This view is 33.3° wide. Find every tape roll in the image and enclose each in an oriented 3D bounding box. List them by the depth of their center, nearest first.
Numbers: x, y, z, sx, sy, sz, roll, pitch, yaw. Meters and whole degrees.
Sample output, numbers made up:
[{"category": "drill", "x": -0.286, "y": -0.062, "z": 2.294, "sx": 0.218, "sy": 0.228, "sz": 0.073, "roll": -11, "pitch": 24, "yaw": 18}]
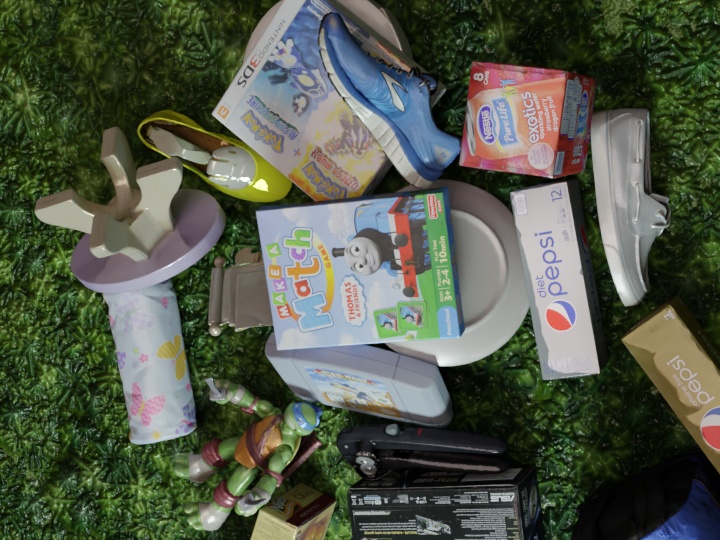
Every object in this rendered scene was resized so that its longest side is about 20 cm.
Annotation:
[{"category": "tape roll", "x": -0.037, "y": -0.215, "z": 1.346, "sx": 0.201, "sy": 0.037, "sz": 0.205, "roll": 2, "pitch": 97, "yaw": 20}]

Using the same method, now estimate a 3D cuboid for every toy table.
[{"category": "toy table", "x": -0.269, "y": -0.061, "z": 1.383, "sx": 0.199, "sy": 0.117, "sz": 0.185, "roll": -25, "pitch": 48, "yaw": 8}]

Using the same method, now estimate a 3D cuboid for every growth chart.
[{"category": "growth chart", "x": -0.079, "y": 0.020, "z": 1.346, "sx": 0.198, "sy": 0.145, "sz": 0.018, "roll": -3, "pitch": 131, "yaw": 11}]

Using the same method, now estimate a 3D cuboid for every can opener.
[{"category": "can opener", "x": 0.067, "y": 0.193, "z": 1.320, "sx": 0.198, "sy": 0.079, "sz": 0.064, "roll": -1, "pitch": 132, "yaw": 26}]

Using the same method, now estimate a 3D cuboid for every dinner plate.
[{"category": "dinner plate", "x": 0.090, "y": 0.000, "z": 1.279, "sx": 0.198, "sy": 0.024, "sz": 0.202, "roll": 0, "pitch": 82, "yaw": -3}]

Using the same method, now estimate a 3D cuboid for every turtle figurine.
[{"category": "turtle figurine", "x": -0.153, "y": 0.207, "z": 1.361, "sx": 0.144, "sy": 0.200, "sz": 0.194, "roll": 50, "pitch": 121, "yaw": 4}]

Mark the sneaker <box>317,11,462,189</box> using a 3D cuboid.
[{"category": "sneaker", "x": 0.032, "y": -0.185, "z": 1.223, "sx": 0.089, "sy": 0.079, "sz": 0.200, "roll": -38, "pitch": 98, "yaw": 11}]

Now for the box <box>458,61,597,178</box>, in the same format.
[{"category": "box", "x": 0.169, "y": -0.149, "z": 1.185, "sx": 0.095, "sy": 0.200, "sz": 0.101, "roll": 10, "pitch": 100, "yaw": 18}]

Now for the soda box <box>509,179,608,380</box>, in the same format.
[{"category": "soda box", "x": 0.209, "y": 0.009, "z": 1.259, "sx": 0.063, "sy": 0.068, "sz": 0.202, "roll": -10, "pitch": 93, "yaw": 21}]

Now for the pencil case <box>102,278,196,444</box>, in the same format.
[{"category": "pencil case", "x": -0.255, "y": 0.107, "z": 1.446, "sx": 0.090, "sy": 0.083, "sz": 0.202, "roll": -10, "pitch": 93, "yaw": 29}]

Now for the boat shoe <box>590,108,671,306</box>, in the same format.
[{"category": "boat shoe", "x": 0.281, "y": -0.066, "z": 1.227, "sx": 0.068, "sy": 0.072, "sz": 0.202, "roll": -8, "pitch": 85, "yaw": 22}]

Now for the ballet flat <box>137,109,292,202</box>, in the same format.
[{"category": "ballet flat", "x": -0.175, "y": -0.130, "z": 1.395, "sx": 0.199, "sy": 0.067, "sz": 0.067, "roll": 26, "pitch": 104, "yaw": 17}]

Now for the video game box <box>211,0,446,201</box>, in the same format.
[{"category": "video game box", "x": -0.038, "y": -0.184, "z": 1.307, "sx": 0.200, "sy": 0.047, "sz": 0.183, "roll": 39, "pitch": 110, "yaw": 11}]

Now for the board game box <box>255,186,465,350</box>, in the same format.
[{"category": "board game box", "x": 0.000, "y": 0.000, "z": 1.240, "sx": 0.198, "sy": 0.037, "sz": 0.153, "roll": -5, "pitch": 102, "yaw": 16}]

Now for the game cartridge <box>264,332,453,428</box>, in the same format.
[{"category": "game cartridge", "x": -0.003, "y": 0.120, "z": 1.326, "sx": 0.198, "sy": 0.133, "sz": 0.042, "roll": 10, "pitch": 69, "yaw": 21}]

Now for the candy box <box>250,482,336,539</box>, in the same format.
[{"category": "candy box", "x": -0.099, "y": 0.359, "z": 1.396, "sx": 0.055, "sy": 0.115, "sz": 0.202, "roll": 22, "pitch": 104, "yaw": 19}]

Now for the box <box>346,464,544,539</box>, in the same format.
[{"category": "box", "x": 0.099, "y": 0.307, "z": 1.327, "sx": 0.198, "sy": 0.086, "sz": 0.165, "roll": -6, "pitch": 94, "yaw": 22}]

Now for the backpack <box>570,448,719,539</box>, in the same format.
[{"category": "backpack", "x": 0.302, "y": 0.286, "z": 1.184, "sx": 0.162, "sy": 0.200, "sz": 0.168, "roll": -38, "pitch": 82, "yaw": 20}]

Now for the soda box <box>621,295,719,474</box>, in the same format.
[{"category": "soda box", "x": 0.352, "y": 0.127, "z": 1.216, "sx": 0.064, "sy": 0.068, "sz": 0.201, "roll": -39, "pitch": 82, "yaw": 21}]
